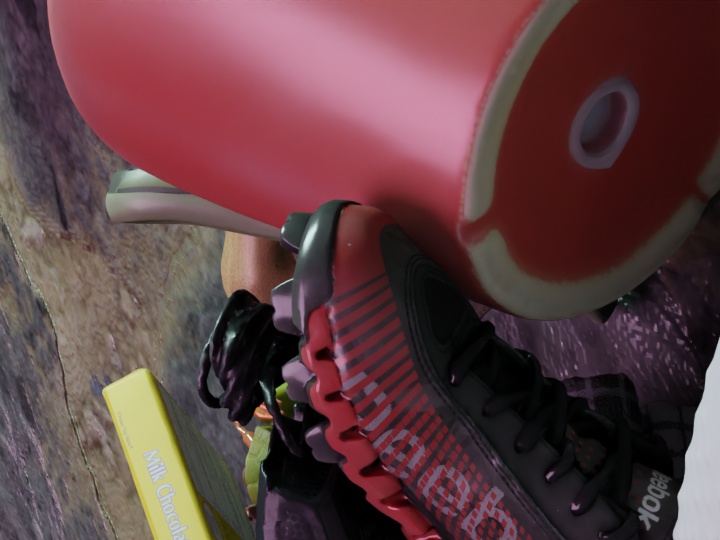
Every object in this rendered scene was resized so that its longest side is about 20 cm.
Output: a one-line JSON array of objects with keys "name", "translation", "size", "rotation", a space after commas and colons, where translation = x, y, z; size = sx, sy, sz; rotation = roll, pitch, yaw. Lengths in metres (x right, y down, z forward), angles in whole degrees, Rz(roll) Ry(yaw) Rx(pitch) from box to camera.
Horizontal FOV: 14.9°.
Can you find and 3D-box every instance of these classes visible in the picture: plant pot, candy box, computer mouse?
[{"name": "plant pot", "translation": [0.024, -0.083, 0.910], "size": [0.177, 0.200, 0.201], "rotation": [33, 136, 38]}, {"name": "candy box", "translation": [-0.052, 0.145, 1.139], "size": [0.102, 0.026, 0.200], "rotation": [62, -176, -56]}, {"name": "computer mouse", "translation": [-0.005, 0.101, 0.894], "size": [0.053, 0.138, 0.201], "rotation": [-19, 89, 22]}]

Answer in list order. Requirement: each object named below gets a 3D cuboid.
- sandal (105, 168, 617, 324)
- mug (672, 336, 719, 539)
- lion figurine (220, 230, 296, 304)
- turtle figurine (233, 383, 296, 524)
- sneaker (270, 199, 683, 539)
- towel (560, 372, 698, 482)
[{"name": "sandal", "translation": [-0.001, 0.000, 1.038], "size": [0.080, 0.200, 0.058], "rotation": [27, -107, -74]}, {"name": "mug", "translation": [0.142, 0.095, 0.767], "size": [0.148, 0.200, 0.176], "rotation": [40, 148, 24]}, {"name": "lion figurine", "translation": [-0.033, -0.037, 1.112], "size": [0.072, 0.122, 0.201], "rotation": [10, 116, 61]}, {"name": "turtle figurine", "translation": [-0.018, 0.107, 1.243], "size": [0.200, 0.064, 0.162], "rotation": [-25, 84, 64]}, {"name": "sneaker", "translation": [0.047, 0.059, 0.848], "size": [0.098, 0.071, 0.201], "rotation": [-18, 111, 29]}, {"name": "towel", "translation": [0.049, 0.152, 0.995], "size": [0.200, 0.085, 0.166], "rotation": [-39, 45, 39]}]
